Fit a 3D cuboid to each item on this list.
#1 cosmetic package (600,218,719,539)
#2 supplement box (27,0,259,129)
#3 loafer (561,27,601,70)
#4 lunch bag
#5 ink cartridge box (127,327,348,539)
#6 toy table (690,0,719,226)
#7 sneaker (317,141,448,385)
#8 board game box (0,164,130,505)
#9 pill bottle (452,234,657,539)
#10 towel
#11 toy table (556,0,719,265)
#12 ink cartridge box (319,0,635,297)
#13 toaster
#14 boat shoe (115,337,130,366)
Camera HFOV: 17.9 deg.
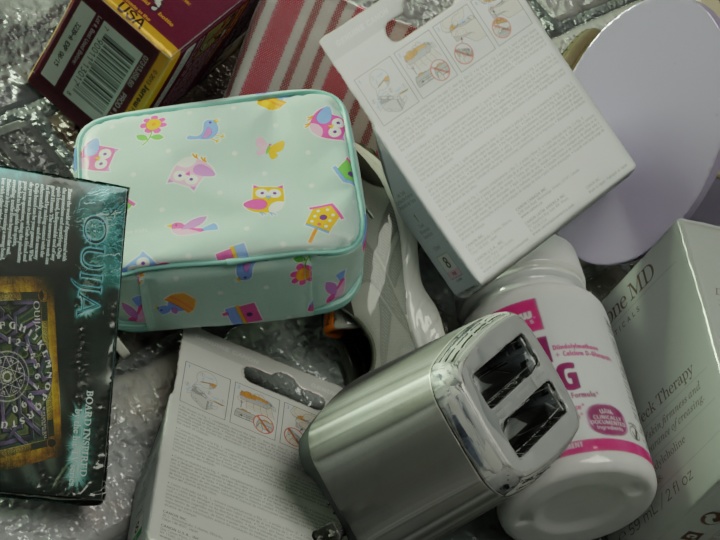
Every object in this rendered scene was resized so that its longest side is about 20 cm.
[{"bbox_3d":[0.271,0.102,1.646,0.165,0.168,0.201,11,49,-27],"label":"cosmetic package"},{"bbox_3d":[-0.136,-0.187,1.647,0.086,0.110,0.200,41,42,2],"label":"supplement box"},{"bbox_3d":[0.160,-0.114,1.823,0.067,0.076,0.200,36,53,-5],"label":"loafer"},{"bbox_3d":[-0.091,-0.043,1.534,0.199,0.077,0.161,-6,51,-4],"label":"lunch bag"},{"bbox_3d":[-0.064,0.142,1.480,0.160,0.050,0.201,24,36,-16],"label":"ink cartridge box"},{"bbox_3d":[0.294,-0.132,1.849,0.117,0.183,0.201,-64,143,-42],"label":"toy table"},{"bbox_3d":[0.000,0.000,1.594,0.079,0.074,0.201,-11,77,-29],"label":"sneaker"},{"bbox_3d":[-0.214,0.038,1.399,0.135,0.028,0.201,9,78,-25],"label":"board game box"},{"bbox_3d":[0.130,0.081,1.606,0.113,0.113,0.201,8,51,-29],"label":"pill bottle"},{"bbox_3d":[0.002,-0.114,1.650,0.199,0.147,0.030,23,12,-3],"label":"towel"},{"bbox_3d":[0.223,-0.100,1.694,0.184,0.201,0.117,38,16,20],"label":"toy table"},{"bbox_3d":[0.077,-0.107,1.593,0.162,0.057,0.200,-36,89,-26],"label":"ink cartridge box"},{"bbox_3d":[0.052,0.105,1.461,0.114,0.129,0.200,59,28,0],"label":"toaster"},{"bbox_3d":[-0.236,0.011,1.450,0.200,0.074,0.060,39,82,-24],"label":"boat shoe"}]
